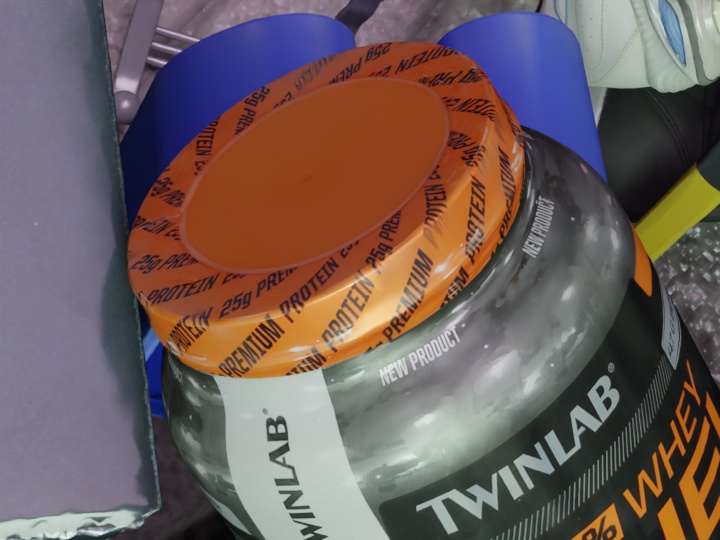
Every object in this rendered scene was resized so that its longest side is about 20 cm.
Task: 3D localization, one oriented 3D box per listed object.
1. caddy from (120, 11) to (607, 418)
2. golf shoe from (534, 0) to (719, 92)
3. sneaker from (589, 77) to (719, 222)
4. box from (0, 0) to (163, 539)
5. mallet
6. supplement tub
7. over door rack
[{"bbox_3d":[0.000,0.000,0.809,0.141,0.200,0.105,-1,74,-15],"label":"caddy"},{"bbox_3d":[0.069,-0.152,0.831,0.078,0.097,0.201,-6,90,-53],"label":"golf shoe"},{"bbox_3d":[0.141,-0.104,0.927,0.099,0.071,0.200,13,84,21],"label":"sneaker"},{"bbox_3d":[-0.132,-0.017,0.730,0.124,0.197,0.200,-6,82,-13],"label":"box"},{"bbox_3d":[0.117,-0.020,0.878,0.066,0.200,0.041,42,39,-13],"label":"mallet"},{"bbox_3d":[0.031,0.049,0.674,0.122,0.122,0.200,-42,125,-15],"label":"supplement tub"},{"bbox_3d":[0.009,-0.125,0.892,0.147,0.067,0.200,15,101,-11],"label":"over door rack"}]
